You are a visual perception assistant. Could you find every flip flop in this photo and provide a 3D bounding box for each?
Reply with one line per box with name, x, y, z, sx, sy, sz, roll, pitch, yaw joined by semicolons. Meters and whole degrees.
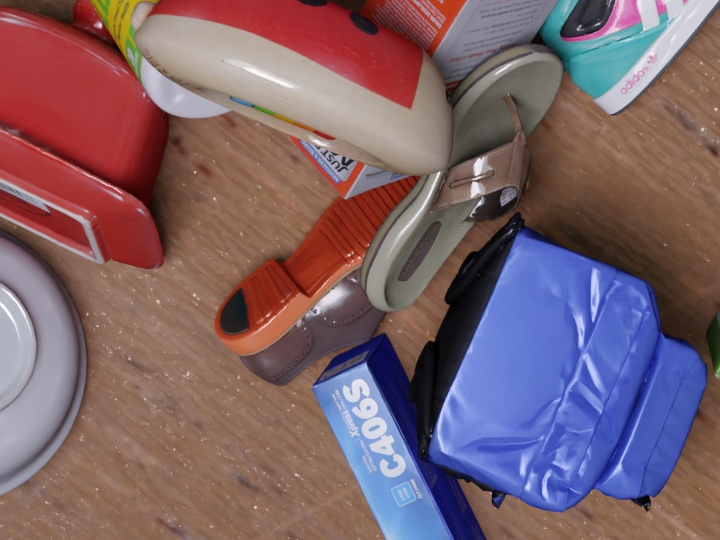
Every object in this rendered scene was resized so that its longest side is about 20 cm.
flip flop;0.070;-0.051;1.302;0.058;0.081;0.200;44;109;35

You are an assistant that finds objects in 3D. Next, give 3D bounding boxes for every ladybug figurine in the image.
ladybug figurine;-0.033;-0.116;1.189;0.200;0.136;0.072;22;88;-18

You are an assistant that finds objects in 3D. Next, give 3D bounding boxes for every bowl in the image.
bowl;-0.268;0.054;1.369;0.201;0.090;0.202;4;78;-21

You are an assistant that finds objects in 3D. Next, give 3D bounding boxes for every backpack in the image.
backpack;0.116;0.071;1.307;0.168;0.200;0.163;29;88;-4

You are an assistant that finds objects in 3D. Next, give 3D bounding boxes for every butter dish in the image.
butter dish;-0.195;-0.107;1.352;0.200;0.199;0.148;26;79;4

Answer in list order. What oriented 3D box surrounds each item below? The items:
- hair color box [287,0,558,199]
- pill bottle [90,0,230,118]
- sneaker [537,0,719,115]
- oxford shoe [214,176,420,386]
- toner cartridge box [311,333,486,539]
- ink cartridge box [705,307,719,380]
hair color box;0.049;-0.142;1.285;0.064;0.111;0.200;47;129;20
pill bottle;-0.125;-0.201;1.310;0.111;0.111;0.200;-40;61;13
sneaker;0.176;-0.209;1.314;0.121;0.084;0.200;37;104;-9
oxford shoe;0.000;0.000;1.392;0.200;0.071;0.073;-35;127;5
toner cartridge box;0.036;0.147;1.386;0.043;0.095;0.200;-25;95;13
ink cartridge box;0.321;0.068;1.303;0.200;0.148;0.076;28;101;2
